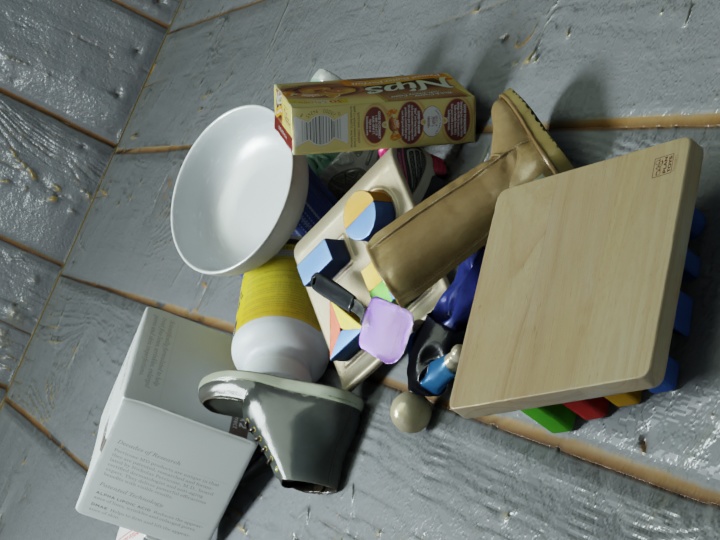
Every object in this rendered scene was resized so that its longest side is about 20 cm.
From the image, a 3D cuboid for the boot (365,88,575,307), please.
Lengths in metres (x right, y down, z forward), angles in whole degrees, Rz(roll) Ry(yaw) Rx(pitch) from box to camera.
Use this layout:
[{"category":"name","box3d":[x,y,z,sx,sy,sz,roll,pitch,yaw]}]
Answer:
[{"category":"boot","box3d":[0.090,-0.072,1.589,0.199,0.066,0.175,-36,25,6]}]

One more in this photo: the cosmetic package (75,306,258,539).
[{"category":"cosmetic package","box3d":[-0.214,0.185,1.992,0.165,0.164,0.201,-84,17,-53]}]

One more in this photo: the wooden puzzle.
[{"category":"wooden puzzle","box3d":[0.000,0.000,1.773,0.185,0.046,0.201,-44,51,38]}]

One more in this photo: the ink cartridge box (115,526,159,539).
[{"category":"ink cartridge box","box3d":[-0.248,0.304,2.136,0.115,0.067,0.201,-38,32,53]}]

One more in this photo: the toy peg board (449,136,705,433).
[{"category":"toy peg board","box3d":[0.189,0.026,1.324,0.198,0.098,0.201,-15,51,46]}]

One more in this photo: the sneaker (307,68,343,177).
[{"category":"sneaker","box3d":[-0.054,-0.141,2.036,0.118,0.073,0.201,-48,-22,-27]}]

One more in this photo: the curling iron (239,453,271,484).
[{"category":"curling iron","box3d":[-0.097,0.195,1.910,0.200,0.049,0.026,-49,20,53]}]

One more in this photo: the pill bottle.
[{"category":"pill bottle","box3d":[-0.087,0.065,1.937,0.112,0.111,0.201,-48,25,39]}]

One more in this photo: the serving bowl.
[{"category":"serving bowl","box3d":[-0.127,-0.085,1.958,0.199,0.066,0.202,-18,63,39]}]

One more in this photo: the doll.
[{"category":"doll","box3d":[0.081,0.060,1.598,0.201,0.048,0.136,-63,18,6]}]

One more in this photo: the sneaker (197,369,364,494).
[{"category":"sneaker","box3d":[-0.098,0.168,1.789,0.199,0.075,0.107,4,69,33]}]

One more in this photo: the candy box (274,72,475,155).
[{"category":"candy box","box3d":[0.014,-0.168,1.830,0.116,0.198,0.056,-122,30,-67]}]

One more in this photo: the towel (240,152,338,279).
[{"category":"towel","box3d":[-0.084,-0.037,2.043,0.024,0.145,0.200,-37,-6,-45]}]

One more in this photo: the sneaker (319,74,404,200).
[{"category":"sneaker","box3d":[0.018,-0.141,2.002,0.201,0.078,0.099,-59,-4,33]}]

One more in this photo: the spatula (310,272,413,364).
[{"category":"spatula","box3d":[-0.005,0.039,1.710,0.200,0.020,0.057,34,109,60]}]

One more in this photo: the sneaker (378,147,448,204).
[{"category":"sneaker","box3d":[0.019,-0.042,1.847,0.201,0.074,0.081,-67,20,-2]}]
